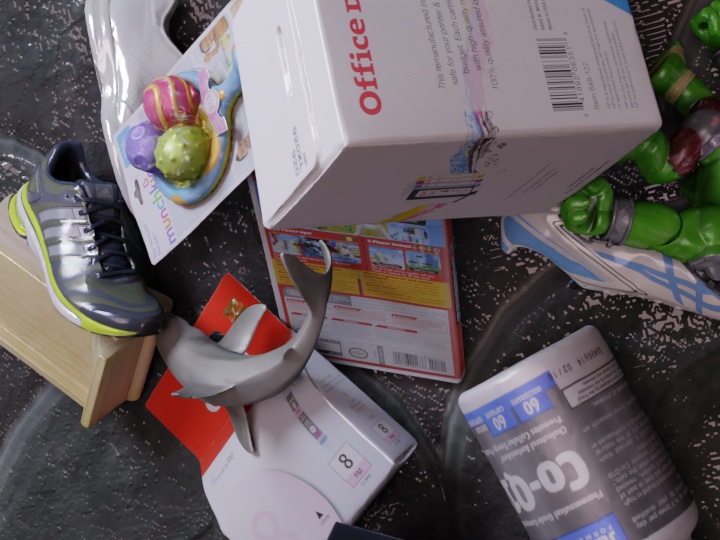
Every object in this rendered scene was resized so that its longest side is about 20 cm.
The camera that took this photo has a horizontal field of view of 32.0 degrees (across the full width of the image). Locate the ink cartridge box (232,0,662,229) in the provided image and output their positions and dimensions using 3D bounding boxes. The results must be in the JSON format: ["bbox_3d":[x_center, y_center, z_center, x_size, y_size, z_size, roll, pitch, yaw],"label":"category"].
[{"bbox_3d":[0.042,-0.118,0.747,0.200,0.145,0.147,-5,74,-22],"label":"ink cartridge box"}]

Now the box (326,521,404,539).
[{"bbox_3d":[0.058,0.296,0.865,0.196,0.117,0.200,12,136,18],"label":"box"}]

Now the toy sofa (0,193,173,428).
[{"bbox_3d":[-0.257,0.029,1.035,0.200,0.098,0.083,33,127,14],"label":"toy sofa"}]

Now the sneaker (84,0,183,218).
[{"bbox_3d":[-0.158,-0.129,0.997,0.088,0.075,0.200,-11,91,0],"label":"sneaker"}]

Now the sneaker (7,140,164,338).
[{"bbox_3d":[-0.211,-0.025,0.980,0.200,0.074,0.081,48,124,30],"label":"sneaker"}]

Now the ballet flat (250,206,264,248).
[{"bbox_3d":[0.014,-0.064,0.940,0.200,0.068,0.068,-30,98,12],"label":"ballet flat"}]

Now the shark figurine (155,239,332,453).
[{"bbox_3d":[-0.089,0.066,0.898,0.214,0.089,0.128,-24,79,45],"label":"shark figurine"}]

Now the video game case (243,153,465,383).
[{"bbox_3d":[0.000,0.000,0.906,0.143,0.017,0.200,8,136,18],"label":"video game case"}]

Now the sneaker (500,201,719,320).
[{"bbox_3d":[0.194,-0.007,0.888,0.200,0.072,0.073,25,128,12],"label":"sneaker"}]

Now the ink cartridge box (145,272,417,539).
[{"bbox_3d":[-0.077,0.128,0.969,0.200,0.057,0.163,39,119,8],"label":"ink cartridge box"}]

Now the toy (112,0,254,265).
[{"bbox_3d":[-0.121,-0.103,0.866,0.200,0.047,0.115,-37,63,35],"label":"toy"}]

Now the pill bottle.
[{"bbox_3d":[0.162,0.150,0.874,0.114,0.114,0.200,-31,83,17],"label":"pill bottle"}]

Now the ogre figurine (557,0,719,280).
[{"bbox_3d":[0.228,-0.078,0.841,0.120,0.200,0.098,39,142,-1],"label":"ogre figurine"}]
